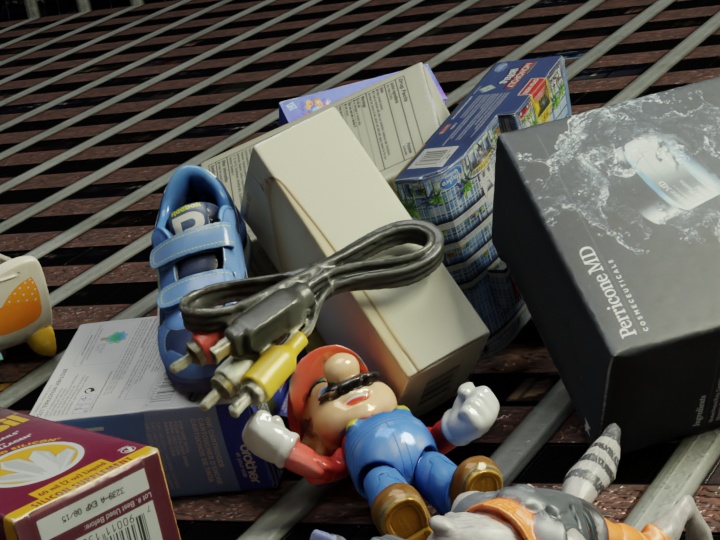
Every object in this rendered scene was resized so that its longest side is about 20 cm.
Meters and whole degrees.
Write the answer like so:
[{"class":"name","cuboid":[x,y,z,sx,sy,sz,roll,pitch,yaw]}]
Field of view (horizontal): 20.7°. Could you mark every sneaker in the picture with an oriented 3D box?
[{"class":"sneaker","cuboid":[-0.111,0.005,1.355,0.074,0.083,0.200,-13,37,0]}]

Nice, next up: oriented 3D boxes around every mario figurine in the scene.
[{"class":"mario figurine","cuboid":[0.006,0.097,1.232,0.123,0.106,0.200,20,9,-31]}]

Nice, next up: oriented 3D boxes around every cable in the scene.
[{"class":"cable","cuboid":[-0.038,0.022,1.290,0.200,0.051,0.097,-30,44,-29]}]

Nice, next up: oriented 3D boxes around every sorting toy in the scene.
[{"class":"sorting toy","cuboid":[-0.375,0.052,1.698,0.179,0.107,0.200,-27,21,-23]}]

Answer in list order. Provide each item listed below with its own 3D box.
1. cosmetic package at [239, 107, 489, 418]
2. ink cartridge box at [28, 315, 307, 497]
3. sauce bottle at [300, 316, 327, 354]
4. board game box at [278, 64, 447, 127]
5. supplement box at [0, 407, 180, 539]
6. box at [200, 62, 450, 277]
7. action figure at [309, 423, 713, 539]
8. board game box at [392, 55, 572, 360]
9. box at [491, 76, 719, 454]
[{"class":"cosmetic package","cuboid":[0.000,0.000,1.370,0.073,0.200,0.104,-28,-20,-21]},{"class":"ink cartridge box","cuboid":[-0.115,0.091,1.372,0.199,0.077,0.137,-8,28,16]},{"class":"sauce bottle","cuboid":[-0.060,0.065,1.477,0.199,0.066,0.066,1,20,34]},{"class":"board game box","cuboid":[0.000,-0.076,1.692,0.134,0.201,0.045,-15,53,-14]},{"class":"supplement box","cuboid":[-0.215,0.155,1.240,0.110,0.086,0.199,-24,20,-36]},{"class":"box","cuboid":[-0.011,-0.051,1.530,0.199,0.109,0.128,-23,39,9]},{"class":"action figure","cuboid":[0.076,0.136,1.047,0.199,0.105,0.193,15,9,26]},{"class":"board game box","cuboid":[0.113,-0.025,1.450,0.061,0.201,0.200,-3,28,30]},{"class":"box","cuboid":[0.211,-0.008,1.287,0.199,0.118,0.197,-15,52,-11]}]
